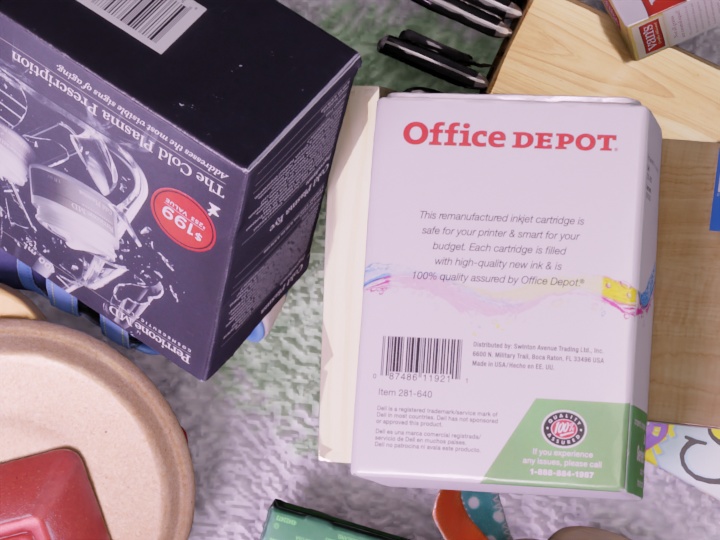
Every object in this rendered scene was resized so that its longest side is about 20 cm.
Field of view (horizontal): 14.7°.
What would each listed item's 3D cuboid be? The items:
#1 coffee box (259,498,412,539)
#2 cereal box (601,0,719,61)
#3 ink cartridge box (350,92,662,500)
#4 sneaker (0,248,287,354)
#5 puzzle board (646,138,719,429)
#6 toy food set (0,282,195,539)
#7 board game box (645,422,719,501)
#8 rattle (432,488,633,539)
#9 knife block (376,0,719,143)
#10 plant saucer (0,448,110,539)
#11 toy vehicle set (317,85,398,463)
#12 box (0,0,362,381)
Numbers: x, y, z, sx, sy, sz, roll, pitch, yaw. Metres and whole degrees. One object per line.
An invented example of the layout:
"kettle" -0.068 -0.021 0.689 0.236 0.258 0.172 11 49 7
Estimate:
"coffee box" -0.023 0.240 1.551 0.122 0.044 0.201 16 91 -2
"cereal box" 0.210 -0.213 1.525 0.199 0.040 0.144 -24 56 -1
"ink cartridge box" 0.079 0.014 1.451 0.144 0.084 0.201 2 83 13
"sneaker" -0.133 -0.001 1.532 0.199 0.074 0.083 1 54 0
"puzzle board" 0.168 0.006 1.481 0.199 0.017 0.152 5 84 16
"toy food set" -0.190 0.116 1.542 0.199 0.049 0.199 25 109 -4
"board game box" 0.232 0.087 1.545 0.199 0.105 0.103 28 92 -2
"rattle" 0.099 0.205 1.555 0.199 0.131 0.143 22 135 -16
"knife block" 0.115 -0.127 1.551 0.199 0.064 0.176 -21 94 0
"plant saucer" -0.221 0.215 1.534 0.199 0.037 0.200 -14 107 11
"toy vehicle set" 0.000 0.000 1.523 0.026 0.124 0.201 2 93 6
"box" -0.119 -0.075 1.432 0.200 0.182 0.104 33 55 14
